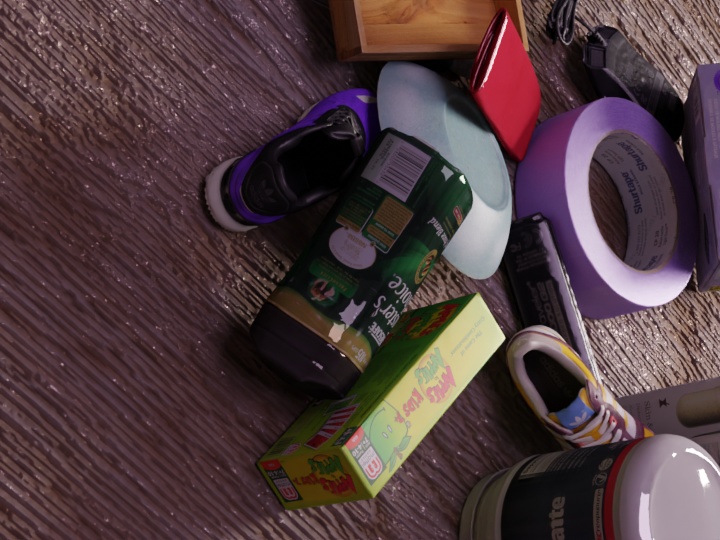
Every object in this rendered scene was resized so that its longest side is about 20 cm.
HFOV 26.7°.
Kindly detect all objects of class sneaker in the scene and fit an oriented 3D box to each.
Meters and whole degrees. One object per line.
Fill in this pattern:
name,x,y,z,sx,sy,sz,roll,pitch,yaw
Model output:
sneaker,0.195,0.134,1.302,0.200,0.075,0.090,45,10,5
sneaker,-0.023,-0.091,1.189,0.200,0.099,0.070,-39,106,-42

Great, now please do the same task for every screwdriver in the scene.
screwdriver,-0.003,-0.216,1.297,0.198,0.028,0.029,23,27,-25

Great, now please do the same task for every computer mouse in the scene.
computer mouse,0.253,-0.220,1.524,0.199,0.046,0.142,38,48,-25

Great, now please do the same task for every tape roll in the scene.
tape roll,0.237,-0.059,1.444,0.199,0.065,0.203,13,70,-40

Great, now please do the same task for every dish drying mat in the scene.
dish drying mat,0.128,-0.157,1.323,0.078,0.018,0.200,-69,160,-6

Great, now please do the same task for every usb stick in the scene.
usb stick,0.173,0.050,1.366,0.033,0.055,0.203,-19,91,-79

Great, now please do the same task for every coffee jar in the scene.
coffee jar,0.000,0.000,1.140,0.085,0.104,0.201,33,84,15

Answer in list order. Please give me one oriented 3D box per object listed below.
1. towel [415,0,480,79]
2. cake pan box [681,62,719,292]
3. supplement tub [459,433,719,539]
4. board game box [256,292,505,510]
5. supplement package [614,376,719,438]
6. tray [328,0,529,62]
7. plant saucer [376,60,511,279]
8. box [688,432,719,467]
towel,0.065,-0.287,1.363,0.199,0.048,0.173,31,58,-32
cake pan box,0.353,-0.090,1.497,0.184,0.052,0.203,66,19,-77
supplement tub,0.191,0.214,1.231,0.139,0.199,0.142,13,69,-39
board game box,0.018,0.100,1.174,0.200,0.101,0.048,-46,110,-40
supplement package,0.364,0.172,1.401,0.149,0.199,0.154,1,77,-42
tray,0.057,-0.231,1.291,0.198,0.037,0.100,-8,88,-40
plant saucer,0.083,-0.094,1.285,0.201,0.038,0.203,44,33,-38
box,0.296,0.220,1.327,0.036,0.199,0.146,4,76,-37
